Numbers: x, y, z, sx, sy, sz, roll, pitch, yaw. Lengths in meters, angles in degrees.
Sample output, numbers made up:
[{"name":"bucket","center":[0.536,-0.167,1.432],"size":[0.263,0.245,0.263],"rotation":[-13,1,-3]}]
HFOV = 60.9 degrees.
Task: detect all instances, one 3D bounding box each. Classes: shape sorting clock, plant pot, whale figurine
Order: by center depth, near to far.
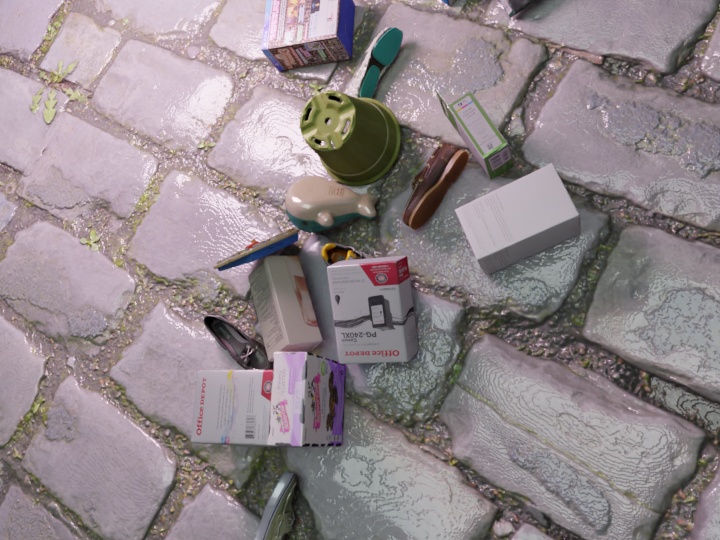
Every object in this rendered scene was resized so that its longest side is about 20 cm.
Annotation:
[{"name":"plant pot","center":[-0.035,-0.291,1.292],"size":[0.200,0.190,0.201],"rotation":[0,89,20]},{"name":"shape sorting clock","center":[-0.224,-0.049,1.317],"size":[0.200,0.200,0.039],"rotation":[-19,98,14]},{"name":"whale figurine","center":[-0.064,-0.134,1.338],"size":[0.199,0.104,0.159],"rotation":[5,43,0]}]

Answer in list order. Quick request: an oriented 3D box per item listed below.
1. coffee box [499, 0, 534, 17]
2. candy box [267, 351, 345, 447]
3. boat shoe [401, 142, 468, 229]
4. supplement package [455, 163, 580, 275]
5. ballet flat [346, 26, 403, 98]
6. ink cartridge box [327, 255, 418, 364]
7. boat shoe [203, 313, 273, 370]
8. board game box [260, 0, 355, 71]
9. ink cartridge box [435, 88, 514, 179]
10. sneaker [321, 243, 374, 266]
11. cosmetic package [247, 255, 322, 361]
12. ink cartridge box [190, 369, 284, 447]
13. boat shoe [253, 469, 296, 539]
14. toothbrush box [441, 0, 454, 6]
[{"name":"coffee box","center":[0.324,-0.668,1.316],"size":[0.123,0.044,0.200],"rotation":[-32,96,6]},{"name":"candy box","center":[-0.098,0.252,1.177],"size":[0.071,0.200,0.168],"rotation":[-3,75,20]},{"name":"boat shoe","center":[0.145,-0.179,1.284],"size":[0.070,0.070,0.200],"rotation":[32,81,29]},{"name":"supplement package","center":[0.302,-0.094,1.172],"size":[0.200,0.117,0.117],"rotation":[-24,67,13]},{"name":"ballet flat","center":[0.025,-0.477,1.414],"size":[0.072,0.072,0.200],"rotation":[27,85,24]},{"name":"ink cartridge box","center":[0.025,0.079,1.203],"size":[0.145,0.083,0.201],"rotation":[-5,98,19]},{"name":"boat shoe","center":[-0.272,0.163,1.344],"size":[0.200,0.057,0.067],"rotation":[35,89,25]},{"name":"board game box","center":[-0.125,-0.590,1.480],"size":[0.199,0.097,0.160],"rotation":[-1,75,20]},{"name":"ink cartridge box","center":[0.235,-0.296,1.261],"size":[0.059,0.104,0.200],"rotation":[-32,66,9]},{"name":"sneaker","center":[0.000,0.000,1.276],"size":[0.200,0.082,0.078],"rotation":[21,83,23]},{"name":"cosmetic package","center":[-0.161,0.078,1.291],"size":[0.103,0.087,0.200],"rotation":[-40,60,47]},{"name":"ink cartridge box","center":[-0.218,0.280,1.242],"size":[0.199,0.145,0.146],"rotation":[-2,75,19]},{"name":"boat shoe","center":[-0.163,0.497,1.213],"size":[0.062,0.072,0.200],"rotation":[21,91,7]},{"name":"toothbrush box","center":[0.183,-0.736,1.414],"size":[0.146,0.085,0.200],"rotation":[-45,66,4]}]
